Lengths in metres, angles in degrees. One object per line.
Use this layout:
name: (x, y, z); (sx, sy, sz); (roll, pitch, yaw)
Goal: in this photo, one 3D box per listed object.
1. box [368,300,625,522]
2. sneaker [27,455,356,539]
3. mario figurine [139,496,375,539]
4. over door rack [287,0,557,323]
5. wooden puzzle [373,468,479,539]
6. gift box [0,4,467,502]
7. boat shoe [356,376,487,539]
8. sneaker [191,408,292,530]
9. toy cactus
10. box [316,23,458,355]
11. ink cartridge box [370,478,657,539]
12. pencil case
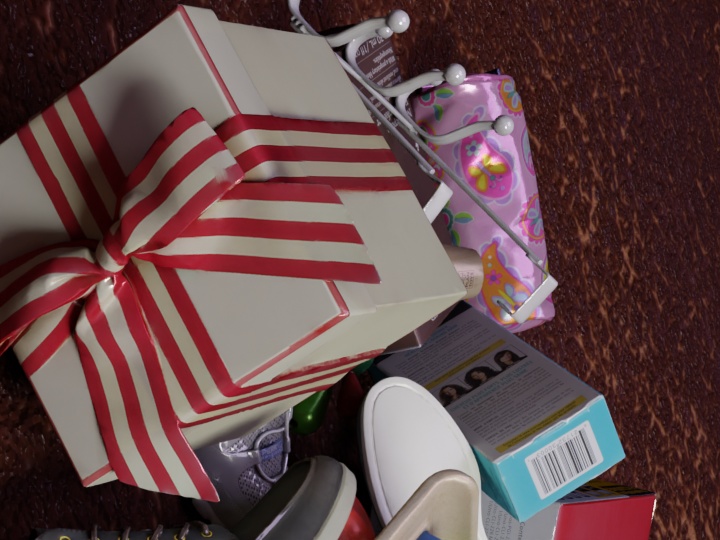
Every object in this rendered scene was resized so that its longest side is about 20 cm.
box: (0.081, 0.085, 1.192); (0.200, 0.082, 0.049); (37, -27, 61)
sneaker: (-0.091, 0.134, 0.869); (0.106, 0.075, 0.200); (47, 58, -4)
mario figurine: (-0.071, 0.182, 0.972); (0.200, 0.106, 0.124); (-42, 155, -38)
over door rack: (0.045, -0.081, 1.092); (0.148, 0.067, 0.200); (36, 22, -50)
wooden puzzle: (0.004, 0.227, 0.974); (0.200, 0.046, 0.186); (-41, 146, -34)
gift box: (-0.065, -0.004, 0.889); (0.200, 0.184, 0.187); (57, 22, 13)
boat shoe: (0.043, 0.161, 1.121); (0.073, 0.062, 0.201); (-26, 93, -26)
sneaker: (-0.063, 0.061, 1.030); (0.075, 0.082, 0.201); (-33, 113, -62)
toy cactus: (0.000, 0.000, 1.126); (0.164, 0.102, 0.201); (-2, 91, -25)
box: (-0.002, -0.052, 1.215); (0.100, 0.075, 0.201); (-45, 123, -59)
ink cartridge box: (0.124, 0.183, 1.245); (0.200, 0.175, 0.084); (9, 91, -63)
pencil case: (0.091, -0.050, 1.396); (0.087, 0.087, 0.201); (-8, 86, -64)
